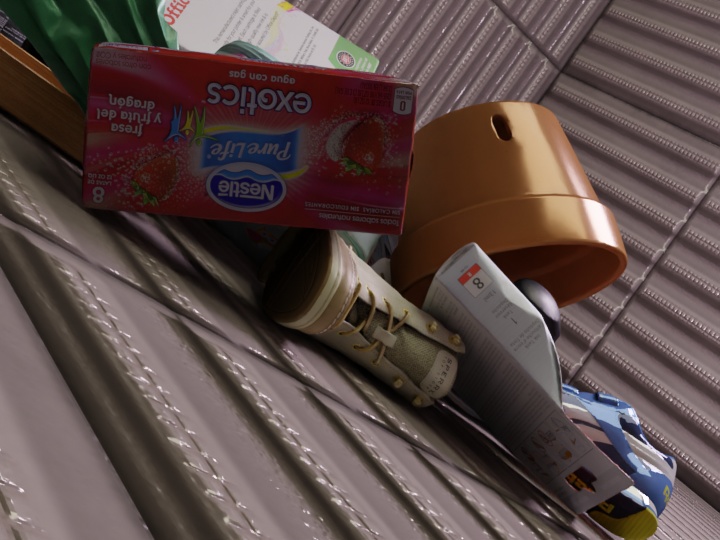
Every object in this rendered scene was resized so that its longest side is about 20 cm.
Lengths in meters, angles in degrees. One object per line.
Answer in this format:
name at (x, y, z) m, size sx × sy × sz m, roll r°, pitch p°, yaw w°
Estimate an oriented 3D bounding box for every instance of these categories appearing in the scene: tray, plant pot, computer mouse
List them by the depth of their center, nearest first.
tray at (-0.224, -0.119, 0.826) m, size 0.199 × 0.037 × 0.099 m, roll 37°, pitch 3°, yaw -20°
computer mouse at (0.131, 0.041, 0.946) m, size 0.059 × 0.034 × 0.200 m, roll 43°, pitch -8°, yaw 4°
plant pot at (0.113, -0.050, 0.980) m, size 0.200 × 0.197 × 0.142 m, roll 30°, pitch 47°, yaw -62°

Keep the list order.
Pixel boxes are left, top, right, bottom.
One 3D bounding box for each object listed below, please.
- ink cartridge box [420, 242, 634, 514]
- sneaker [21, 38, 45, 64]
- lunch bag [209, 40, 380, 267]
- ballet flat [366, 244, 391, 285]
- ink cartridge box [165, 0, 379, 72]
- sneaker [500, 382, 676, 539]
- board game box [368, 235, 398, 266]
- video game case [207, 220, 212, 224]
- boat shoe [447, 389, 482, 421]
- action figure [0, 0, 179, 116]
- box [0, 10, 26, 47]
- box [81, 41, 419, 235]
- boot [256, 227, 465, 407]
ink cartridge box at (0.126, 0.086, 0.876) m, size 0.200 × 0.050 × 0.163 m, roll 44°, pitch -17°, yaw 11°
sneaker at (-0.219, -0.147, 1.027) m, size 0.199 × 0.071 × 0.078 m, roll 32°, pitch 7°, yaw 18°
lunch bag at (-0.065, -0.077, 0.908) m, size 0.200 × 0.077 × 0.160 m, roll 43°, pitch -30°, yaw -12°
ballet flat at (0.000, 0.000, 1.039) m, size 0.200 × 0.064 × 0.067 m, roll 50°, pitch 1°, yaw 37°
ink cartridge box at (-0.099, -0.174, 1.020) m, size 0.198 × 0.084 × 0.146 m, roll 30°, pitch 42°, yaw -8°
sneaker at (0.185, 0.138, 0.988) m, size 0.200 × 0.082 × 0.074 m, roll 42°, pitch -32°, yaw 10°
board game box at (0.017, -0.026, 1.110) m, size 0.126 × 0.034 × 0.202 m, roll 35°, pitch -33°, yaw 52°
video game case at (-0.109, -0.043, 1.112) m, size 0.142 × 0.018 × 0.200 m, roll 36°, pitch 4°, yaw -14°
boat shoe at (0.133, 0.124, 1.071) m, size 0.199 × 0.072 × 0.062 m, roll 32°, pitch 29°, yaw -23°
action figure at (-0.158, -0.134, 0.769) m, size 0.202 × 0.117 × 0.055 m, roll 63°, pitch -8°, yaw -13°
box at (-0.370, -0.262, 1.164) m, size 0.193 × 0.048 × 0.200 m, roll 42°, pitch 4°, yaw 28°
box at (-0.071, -0.084, 0.721) m, size 0.197 × 0.097 × 0.100 m, roll 4°, pitch 11°, yaw -13°
boot at (0.007, 0.036, 0.797) m, size 0.154 × 0.072 × 0.200 m, roll 38°, pitch 0°, yaw -12°
